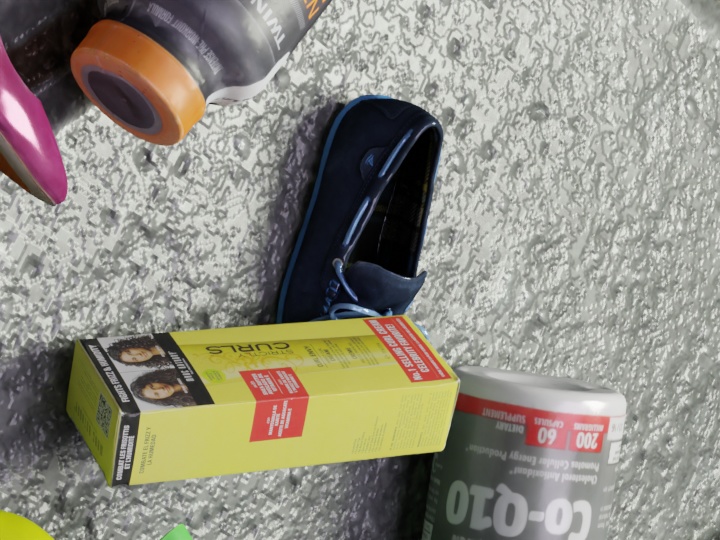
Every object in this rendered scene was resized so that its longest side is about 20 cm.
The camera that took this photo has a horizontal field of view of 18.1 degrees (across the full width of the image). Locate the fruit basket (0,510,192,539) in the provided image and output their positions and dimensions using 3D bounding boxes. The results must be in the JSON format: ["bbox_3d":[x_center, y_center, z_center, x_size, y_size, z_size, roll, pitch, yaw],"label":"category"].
[{"bbox_3d":[-0.173,0.201,1.145,0.215,0.156,0.216,7,62,-13],"label":"fruit basket"}]

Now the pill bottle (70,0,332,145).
[{"bbox_3d":[-0.066,-0.159,1.176,0.200,0.106,0.106,-54,129,-21],"label":"pill bottle"}]

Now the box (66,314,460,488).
[{"bbox_3d":[-0.052,0.068,1.214,0.200,0.075,0.050,-2,122,-27],"label":"box"}]

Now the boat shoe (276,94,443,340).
[{"bbox_3d":[0.000,0.000,1.294,0.084,0.069,0.200,0,100,-44],"label":"boat shoe"}]

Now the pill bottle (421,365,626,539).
[{"bbox_3d":[0.094,0.165,1.385,0.114,0.114,0.200,5,94,-44],"label":"pill bottle"}]

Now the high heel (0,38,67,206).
[{"bbox_3d":[-0.178,-0.131,1.102,0.096,0.067,0.200,-41,111,-19],"label":"high heel"}]
